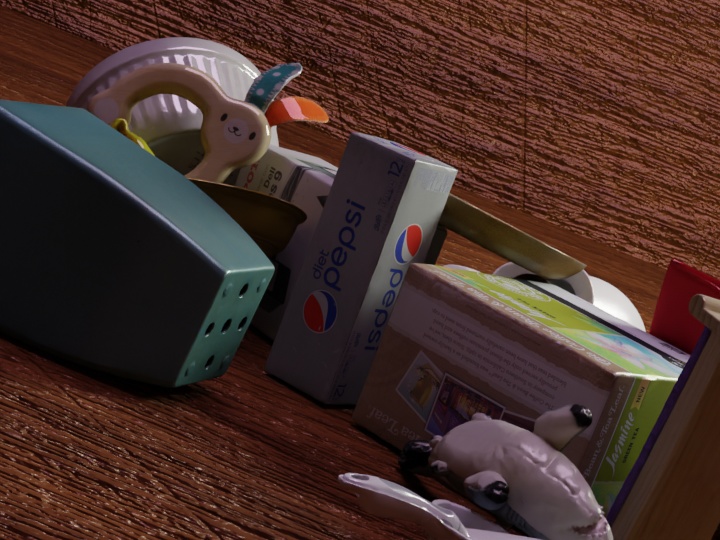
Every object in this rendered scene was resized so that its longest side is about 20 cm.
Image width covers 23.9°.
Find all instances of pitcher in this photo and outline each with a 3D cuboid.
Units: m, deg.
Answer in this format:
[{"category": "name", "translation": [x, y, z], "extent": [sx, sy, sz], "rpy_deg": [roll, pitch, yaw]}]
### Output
[{"category": "pitcher", "translation": [0.174, 0.049, 1.606], "extent": [0.171, 0.121, 0.200], "rpy_deg": [19, -10, 32]}]

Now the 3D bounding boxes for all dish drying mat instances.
[{"category": "dish drying mat", "translation": [0.246, 0.097, 1.323], "extent": [0.018, 0.200, 0.077], "rpy_deg": [-13, 33, -44]}]

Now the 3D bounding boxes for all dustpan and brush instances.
[{"category": "dustpan and brush", "translation": [0.064, 0.159, 0.971], "extent": [0.200, 0.057, 0.140], "rpy_deg": [16, 10, -29]}]

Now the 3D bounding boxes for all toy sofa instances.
[{"category": "toy sofa", "translation": [0.215, 0.117, 1.130], "extent": [0.083, 0.200, 0.098], "rpy_deg": [15, 17, -30]}]

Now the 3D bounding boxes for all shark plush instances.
[{"category": "shark plush", "translation": [0.079, 0.146, 1.107], "extent": [0.200, 0.083, 0.091], "rpy_deg": [-5, 31, 47]}]

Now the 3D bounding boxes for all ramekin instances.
[{"category": "ramekin", "translation": [-0.167, -0.102, 1.548], "extent": [0.200, 0.200, 0.105], "rpy_deg": [16, 37, -32]}]

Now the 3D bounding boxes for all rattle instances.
[{"category": "rattle", "translation": [-0.131, -0.127, 1.393], "extent": [0.200, 0.130, 0.143], "rpy_deg": [-8, -20, 3]}]

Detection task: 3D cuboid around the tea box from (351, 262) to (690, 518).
[{"category": "tea box", "translation": [0.141, 0.098, 1.262], "extent": [0.200, 0.134, 0.197], "rpy_deg": [29, 14, 38]}]

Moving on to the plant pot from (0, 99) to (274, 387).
[{"category": "plant pot", "translation": [-0.174, -0.009, 1.180], "extent": [0.200, 0.141, 0.141], "rpy_deg": [29, 11, 17]}]

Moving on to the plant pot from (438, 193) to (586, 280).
[{"category": "plant pot", "translation": [0.092, -0.040, 1.405], "extent": [0.200, 0.028, 0.200], "rpy_deg": [28, 5, -2]}]

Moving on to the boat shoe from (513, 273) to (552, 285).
[{"category": "boat shoe", "translation": [0.189, 0.089, 1.421], "extent": [0.200, 0.071, 0.065], "rpy_deg": [60, 14, 14]}]

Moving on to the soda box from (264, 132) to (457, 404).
[{"category": "soda box", "translation": [0.000, 0.000, 1.305], "extent": [0.068, 0.200, 0.063], "rpy_deg": [26, 11, 34]}]

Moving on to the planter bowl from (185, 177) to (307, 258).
[{"category": "planter bowl", "translation": [-0.146, -0.016, 1.351], "extent": [0.200, 0.084, 0.200], "rpy_deg": [7, -8, 1]}]

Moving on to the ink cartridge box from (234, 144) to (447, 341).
[{"category": "ink cartridge box", "translation": [-0.037, -0.009, 1.450], "extent": [0.084, 0.146, 0.200], "rpy_deg": [13, 12, -40]}]
